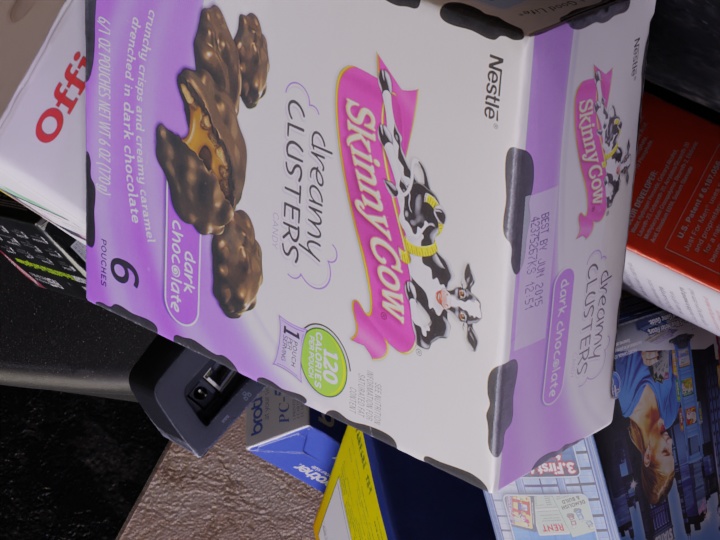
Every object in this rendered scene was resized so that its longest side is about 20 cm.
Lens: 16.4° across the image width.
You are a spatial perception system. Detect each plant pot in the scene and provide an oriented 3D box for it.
[{"bbox_3d":[-0.123,-0.012,1.437,0.177,0.200,0.200,15,180,28],"label":"plant pot"}]

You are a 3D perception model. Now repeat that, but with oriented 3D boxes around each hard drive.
[{"bbox_3d":[-0.027,-0.006,1.133,0.042,0.200,0.135,42,173,-9],"label":"hard drive"}]

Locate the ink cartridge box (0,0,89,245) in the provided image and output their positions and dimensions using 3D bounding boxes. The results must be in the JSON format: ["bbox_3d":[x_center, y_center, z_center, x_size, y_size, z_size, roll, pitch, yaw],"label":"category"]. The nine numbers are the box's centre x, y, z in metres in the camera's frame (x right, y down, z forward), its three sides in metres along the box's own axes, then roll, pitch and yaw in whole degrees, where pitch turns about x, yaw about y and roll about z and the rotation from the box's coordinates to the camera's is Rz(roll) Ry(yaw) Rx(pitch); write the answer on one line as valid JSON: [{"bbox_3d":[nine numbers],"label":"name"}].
[{"bbox_3d":[-0.078,-0.078,0.997,0.084,0.145,0.200,23,172,39],"label":"ink cartridge box"}]

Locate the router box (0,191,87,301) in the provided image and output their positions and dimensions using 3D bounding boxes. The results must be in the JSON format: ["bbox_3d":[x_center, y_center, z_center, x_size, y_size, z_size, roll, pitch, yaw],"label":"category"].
[{"bbox_3d":[-0.109,-0.059,1.230,0.062,0.150,0.200,46,169,-17],"label":"router box"}]

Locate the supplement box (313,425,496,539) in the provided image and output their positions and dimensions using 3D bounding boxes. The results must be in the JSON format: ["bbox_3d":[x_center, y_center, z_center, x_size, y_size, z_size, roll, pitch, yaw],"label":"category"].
[{"bbox_3d":[0.050,0.129,1.193,0.109,0.109,0.200,-9,158,-12],"label":"supplement box"}]

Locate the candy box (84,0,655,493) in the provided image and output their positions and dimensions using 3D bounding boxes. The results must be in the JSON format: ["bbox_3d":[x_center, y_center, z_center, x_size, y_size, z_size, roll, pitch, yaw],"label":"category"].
[{"bbox_3d":[-0.004,-0.041,0.868,0.200,0.168,0.072,23,-147,35],"label":"candy box"}]

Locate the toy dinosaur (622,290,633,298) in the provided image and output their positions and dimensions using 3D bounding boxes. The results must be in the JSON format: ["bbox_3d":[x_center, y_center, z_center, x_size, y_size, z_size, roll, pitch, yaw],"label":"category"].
[{"bbox_3d":[0.122,0.031,1.239,0.200,0.086,0.136,40,171,-19],"label":"toy dinosaur"}]

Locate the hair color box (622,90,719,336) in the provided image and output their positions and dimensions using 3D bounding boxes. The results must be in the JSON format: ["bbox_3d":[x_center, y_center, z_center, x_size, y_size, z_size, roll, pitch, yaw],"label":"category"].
[{"bbox_3d":[0.098,-0.033,0.973,0.200,0.061,0.102,26,174,18],"label":"hair color box"}]

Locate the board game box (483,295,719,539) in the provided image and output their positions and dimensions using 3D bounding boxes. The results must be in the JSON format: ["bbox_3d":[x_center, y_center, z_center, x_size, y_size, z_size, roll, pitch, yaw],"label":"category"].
[{"bbox_3d":[0.125,0.112,1.050,0.062,0.200,0.200,-3,-174,36],"label":"board game box"}]

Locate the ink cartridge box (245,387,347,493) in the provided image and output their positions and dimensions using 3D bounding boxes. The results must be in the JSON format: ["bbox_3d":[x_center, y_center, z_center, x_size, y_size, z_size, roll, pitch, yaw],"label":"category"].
[{"bbox_3d":[-0.016,0.017,1.321,0.044,0.200,0.094,-22,142,30],"label":"ink cartridge box"}]
